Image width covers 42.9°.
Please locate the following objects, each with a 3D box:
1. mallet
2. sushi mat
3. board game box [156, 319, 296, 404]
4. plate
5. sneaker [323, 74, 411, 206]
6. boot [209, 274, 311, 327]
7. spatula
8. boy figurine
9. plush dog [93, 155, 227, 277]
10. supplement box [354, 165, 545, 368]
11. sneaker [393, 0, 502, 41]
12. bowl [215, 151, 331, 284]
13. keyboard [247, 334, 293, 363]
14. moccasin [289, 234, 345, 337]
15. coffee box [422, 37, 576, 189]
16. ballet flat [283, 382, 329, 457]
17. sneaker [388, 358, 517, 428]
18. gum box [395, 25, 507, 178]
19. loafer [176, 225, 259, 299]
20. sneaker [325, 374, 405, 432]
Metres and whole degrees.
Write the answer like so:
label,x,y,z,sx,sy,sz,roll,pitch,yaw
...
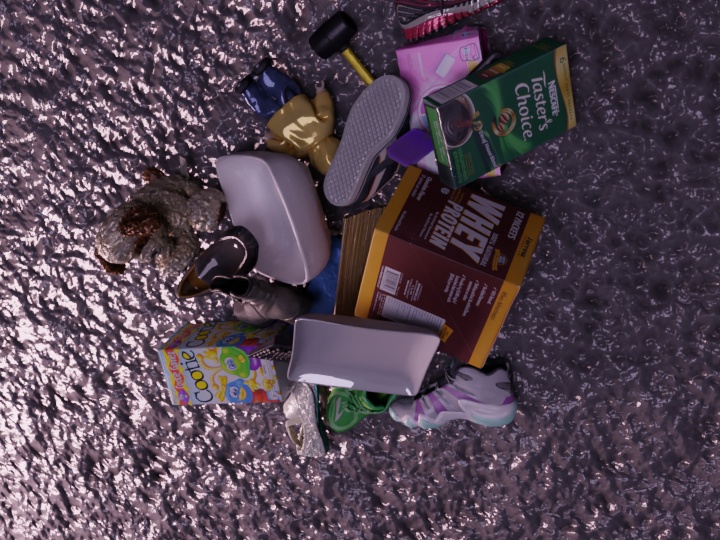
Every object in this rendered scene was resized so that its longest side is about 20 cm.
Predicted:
label,x,y,z,sx,sy,sz,roll,pitch,yaw
mallet,0.004,-0.263,1.284,0.066,0.041,0.200,-27,106,25
sushi mat,0.000,0.000,1.368,0.012,0.096,0.200,30,124,40
board game box,-0.209,0.147,1.489,0.199,0.105,0.103,-5,110,19
plate,0.001,0.116,1.307,0.199,0.032,0.200,8,147,-3
sneaker,0.021,-0.179,1.259,0.078,0.079,0.200,46,122,24
boot,-0.173,0.035,1.385,0.130,0.068,0.200,24,164,-32
spatula,0.112,-0.210,1.192,0.056,0.021,0.200,23,119,-39
boy figurine,-0.085,-0.216,1.315,0.200,0.064,0.124,43,100,-6
plush dog,-0.323,-0.072,1.384,0.161,0.172,0.200,49,134,4
supplement box,0.119,-0.003,1.264,0.200,0.133,0.197,22,142,7
sneaker,0.133,-0.363,1.172,0.200,0.081,0.075,-18,104,24
bowl,-0.118,-0.086,1.340,0.200,0.075,0.200,12,123,57
keyboard,-0.059,0.123,1.393,0.127,0.200,0.021,-32,58,38
moccasin,-0.049,0.038,1.411,0.080,0.068,0.200,28,115,7
coffee box,0.181,-0.201,1.165,0.200,0.044,0.123,-27,125,-17
ballet flat,-0.091,0.239,1.478,0.072,0.072,0.200,8,133,15
sneaker,0.137,0.166,1.407,0.199,0.078,0.140,-5,110,10
gum box,0.125,-0.225,1.240,0.113,0.066,0.200,-5,110,21
loafer,-0.220,-0.004,1.407,0.073,0.072,0.200,50,141,0
sneaker,0.007,0.193,1.450,0.074,0.084,0.200,43,119,-3
